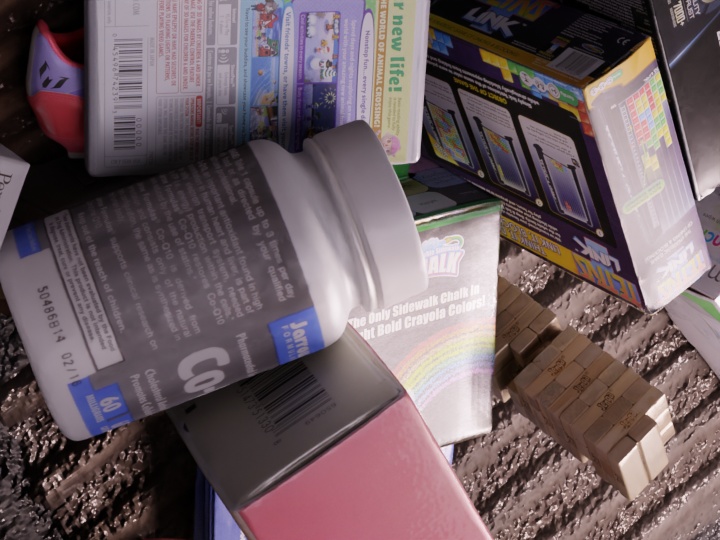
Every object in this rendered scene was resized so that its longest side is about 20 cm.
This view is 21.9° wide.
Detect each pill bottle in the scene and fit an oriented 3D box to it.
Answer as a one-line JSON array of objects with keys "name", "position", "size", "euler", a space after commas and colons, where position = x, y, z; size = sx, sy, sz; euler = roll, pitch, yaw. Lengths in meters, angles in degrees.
[{"name": "pill bottle", "position": [-0.074, 0.001, 0.948], "size": [0.199, 0.114, 0.114], "euler": [-21, 124, -6]}]

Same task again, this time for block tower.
[{"name": "block tower", "position": [0.111, 0.060, 1.171], "size": [0.054, 0.200, 0.058], "euler": [-43, 145, -13]}]

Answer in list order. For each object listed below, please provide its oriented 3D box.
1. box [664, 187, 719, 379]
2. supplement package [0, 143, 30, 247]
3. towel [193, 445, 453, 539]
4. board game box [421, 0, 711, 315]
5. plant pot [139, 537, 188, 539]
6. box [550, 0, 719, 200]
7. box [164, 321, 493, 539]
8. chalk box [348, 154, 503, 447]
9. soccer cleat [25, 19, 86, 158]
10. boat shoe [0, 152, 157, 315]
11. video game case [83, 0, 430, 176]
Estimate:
[{"name": "box", "position": [0.312, -0.008, 1.354], "size": [0.177, 0.097, 0.200], "euler": [-50, 132, -9]}, {"name": "supplement package", "position": [-0.282, -0.036, 0.880], "size": [0.200, 0.120, 0.122], "euler": [13, 102, -40]}, {"name": "towel", "position": [-0.022, 0.140, 1.216], "size": [0.199, 0.024, 0.145], "euler": [-16, 125, -32]}, {"name": "board game box", "position": [0.103, -0.082, 1.092], "size": [0.057, 0.200, 0.166], "euler": [-38, 130, -18]}, {"name": "plant pot", "position": [-0.100, 0.228, 0.938], "size": [0.201, 0.201, 0.195], "euler": [-38, 167, -16]}, {"name": "box", "position": [0.145, -0.157, 1.086], "size": [0.086, 0.200, 0.164], "euler": [-35, 127, -18]}, {"name": "box", "position": [-0.001, 0.137, 1.010], "size": [0.109, 0.128, 0.200], "euler": [-34, 122, -7]}, {"name": "chalk box", "position": [0.000, 0.000, 1.106], "size": [0.124, 0.124, 0.201], "euler": [-14, 118, -29]}, {"name": "soccer cleat", "position": [-0.087, -0.122, 1.017], "size": [0.199, 0.067, 0.077], "euler": [-20, 133, -22]}, {"name": "boat shoe", "position": [-0.126, -0.035, 1.033], "size": [0.199, 0.076, 0.072], "euler": [-22, 127, -16]}, {"name": "video game case", "position": [-0.051, -0.148, 0.960], "size": [0.181, 0.022, 0.201], "euler": [-3, 113, -16]}]
